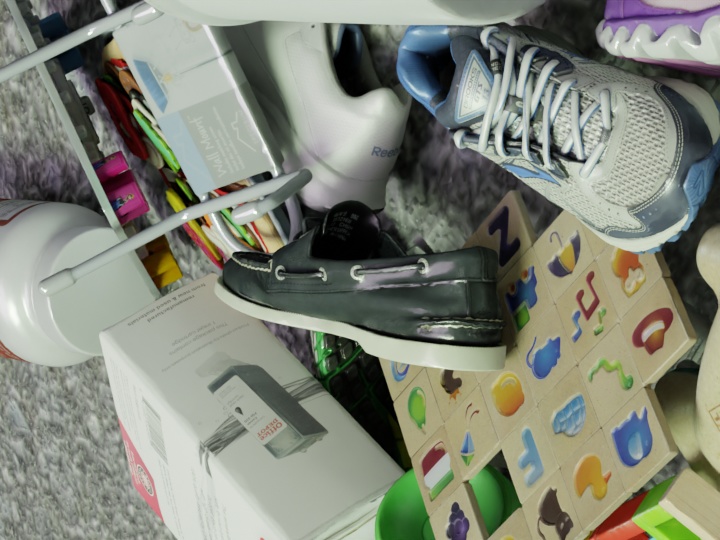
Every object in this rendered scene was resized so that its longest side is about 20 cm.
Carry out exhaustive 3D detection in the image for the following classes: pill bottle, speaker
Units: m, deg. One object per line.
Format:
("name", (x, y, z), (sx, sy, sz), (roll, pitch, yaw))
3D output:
("pill bottle", (-0.228, 0.008, 1.381), (0.199, 0.112, 0.113), (7, 116, 52))
("speaker", (0.070, 0.186, 1.056), (0.088, 0.088, 0.201), (30, 156, 40))

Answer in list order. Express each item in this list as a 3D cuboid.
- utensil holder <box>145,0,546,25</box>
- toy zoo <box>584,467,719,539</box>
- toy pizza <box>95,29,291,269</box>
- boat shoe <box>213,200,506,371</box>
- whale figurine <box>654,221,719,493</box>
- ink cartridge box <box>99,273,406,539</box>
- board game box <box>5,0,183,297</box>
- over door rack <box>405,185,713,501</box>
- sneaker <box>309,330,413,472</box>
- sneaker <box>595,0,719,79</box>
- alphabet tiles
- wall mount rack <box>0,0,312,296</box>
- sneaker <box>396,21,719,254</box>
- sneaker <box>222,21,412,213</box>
("utensil holder", (-0.007, -0.194, 0.903), (0.199, 0.169, 0.172), (11, 119, 47))
("toy zoo", (0.166, 0.162, 0.952), (0.131, 0.021, 0.200), (39, 159, 1))
("toy pizza", (-0.100, -0.056, 1.170), (0.201, 0.032, 0.200), (50, 167, 16))
("boat shoe", (-0.002, 0.000, 0.977), (0.199, 0.074, 0.067), (16, 102, 55))
("whale figurine", (0.200, 0.044, 0.833), (0.160, 0.103, 0.200), (59, 155, 10))
("ink cartridge box", (-0.055, 0.121, 1.121), (0.200, 0.084, 0.146), (46, 154, 37))
("board game box", (-0.169, -0.097, 1.214), (0.200, 0.026, 0.201), (84, 161, -77))
("over door rack", (0.083, 0.026, 1.006), (0.200, 0.066, 0.148), (49, 143, 23))
("sneaker", (-0.008, 0.070, 1.149), (0.085, 0.078, 0.202), (27, 132, 43))
("sneaker", (0.165, -0.124, 0.795), (0.200, 0.080, 0.089), (-178, 93, -67))
("alphabet tiles", (0.079, 0.048, 0.920), (0.200, 0.007, 0.168), (-51, 45, 40))
("wall mount rack", (-0.122, -0.073, 1.054), (0.173, 0.074, 0.201), (-17, 105, 39))
("sneaker", (0.077, -0.065, 0.861), (0.200, 0.085, 0.078), (32, 105, 58))
("sneaker", (-0.039, -0.120, 1.094), (0.200, 0.074, 0.087), (45, 124, 23))
